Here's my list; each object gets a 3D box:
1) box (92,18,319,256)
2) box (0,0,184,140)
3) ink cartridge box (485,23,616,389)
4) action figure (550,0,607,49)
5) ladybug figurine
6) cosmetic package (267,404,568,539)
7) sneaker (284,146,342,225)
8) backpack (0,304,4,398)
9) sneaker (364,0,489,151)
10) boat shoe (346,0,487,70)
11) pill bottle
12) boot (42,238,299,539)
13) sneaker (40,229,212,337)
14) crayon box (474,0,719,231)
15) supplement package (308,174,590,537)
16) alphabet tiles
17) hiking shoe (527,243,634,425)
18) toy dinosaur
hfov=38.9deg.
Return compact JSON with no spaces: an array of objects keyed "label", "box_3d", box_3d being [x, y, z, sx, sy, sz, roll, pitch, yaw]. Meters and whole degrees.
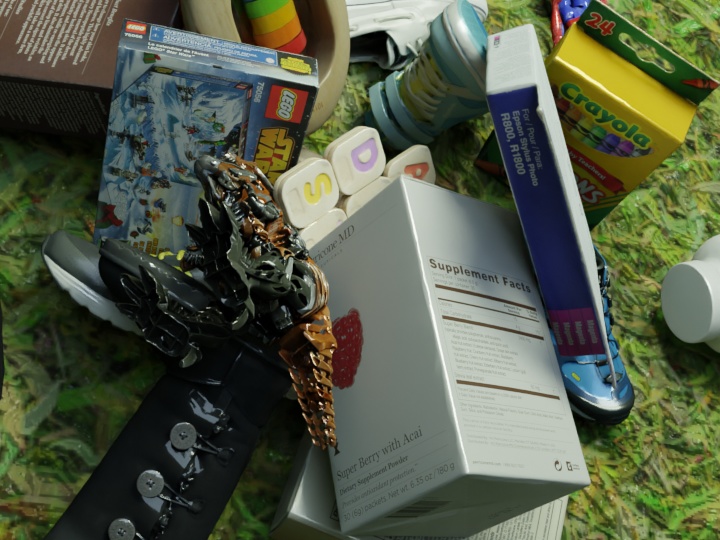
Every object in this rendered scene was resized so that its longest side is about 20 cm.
[{"label":"box","box_3d":[-0.119,-0.074,0.742,0.135,0.201,0.040,9,41,-14]},{"label":"box","box_3d":[-0.234,-0.165,0.785,0.197,0.075,0.101,8,61,11]},{"label":"ink cartridge box","box_3d":[0.128,-0.049,0.703,0.043,0.198,0.201,-13,24,16]},{"label":"action figure","box_3d":[0.216,-0.264,1.032,0.065,0.052,0.203,-1,68,-22]},{"label":"ladybug figurine","box_3d":[-0.078,-0.196,0.773,0.135,0.202,0.072,-33,35,-27]},{"label":"cosmetic package","box_3d":[0.043,0.178,0.748,0.198,0.071,0.106,25,59,-6]},{"label":"sneaker","box_3d":[-0.097,-0.074,0.823,0.198,0.071,0.076,19,62,-8]},{"label":"backpack","box_3d":[-0.349,0.017,0.668,0.197,0.154,0.165,-5,73,-6]},{"label":"sneaker","box_3d":[0.055,-0.150,0.849,0.129,0.200,0.080,-24,80,11]},{"label":"boat shoe","box_3d":[0.027,-0.218,0.933,0.197,0.072,0.067,-5,71,-19]},{"label":"pill bottle","box_3d":[0.370,0.017,0.911,0.197,0.111,0.112,-7,68,-20]},{"label":"boot","box_3d":[-0.150,0.103,0.685,0.164,0.066,0.201,31,90,1]},{"label":"sneaker","box_3d":[-0.136,0.011,0.756,0.198,0.074,0.085,28,92,-14]},{"label":"crayon box","box_3d":[0.193,-0.123,0.866,0.126,0.200,0.051,32,60,0]},{"label":"supplement package","box_3d":[0.049,0.062,0.680,0.119,0.121,0.202,13,54,-38]},{"label":"alphabet tiles","box_3d":[0.000,0.000,0.776,0.195,0.015,0.202,-36,123,-30]},{"label":"hiking shoe","box_3d":[0.177,0.031,0.853,0.074,0.087,0.202,-16,72,-24]},{"label":"toy dinosaur","box_3d":[-0.060,0.008,0.632,0.200,0.103,0.135,43,22,30]}]
